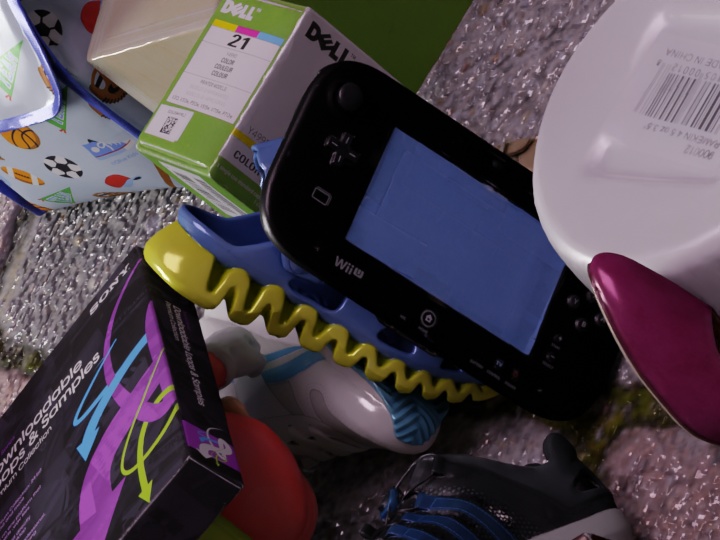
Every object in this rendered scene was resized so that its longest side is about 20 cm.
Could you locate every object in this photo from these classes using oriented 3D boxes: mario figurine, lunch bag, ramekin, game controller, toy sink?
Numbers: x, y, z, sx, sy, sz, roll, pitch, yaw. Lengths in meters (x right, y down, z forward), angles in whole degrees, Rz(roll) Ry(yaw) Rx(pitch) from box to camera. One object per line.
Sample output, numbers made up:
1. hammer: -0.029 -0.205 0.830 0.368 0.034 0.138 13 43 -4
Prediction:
1. mario figurine: -0.078 0.103 1.459 0.200 0.105 0.124 26 126 57
2. lunch bag: -0.192 -0.123 1.725 0.169 0.200 0.124 -8 56 42
3. ramekin: 0.170 -0.053 1.291 0.200 0.098 0.201 -28 43 29
4. game controller: 0.044 -0.012 1.394 0.042 0.199 0.105 -30 34 54
5. toy sink: -0.051 -0.179 1.678 0.112 0.130 0.201 -12 52 41

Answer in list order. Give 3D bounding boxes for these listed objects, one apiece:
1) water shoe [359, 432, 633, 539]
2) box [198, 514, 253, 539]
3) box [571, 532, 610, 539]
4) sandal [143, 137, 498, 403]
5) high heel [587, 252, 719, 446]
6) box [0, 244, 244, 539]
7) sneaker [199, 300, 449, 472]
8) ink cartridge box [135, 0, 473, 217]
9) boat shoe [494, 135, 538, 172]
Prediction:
1. water shoe: 0.028 0.126 1.313 0.079 0.199 0.072 60 139 25
2. box: -0.028 0.215 1.336 0.122 0.200 0.048 -52 -7 2
3. box: 0.045 0.206 1.259 0.199 0.075 0.100 -34 74 8
4. sandal: 0.000 0.000 1.427 0.087 0.199 0.080 -63 22 11
5. high heel: 0.186 0.043 1.211 0.096 0.200 0.068 -42 15 22
6. box: -0.123 0.092 1.379 0.143 0.036 0.200 -51 25 16
7. sneaker: -0.026 0.070 1.511 0.200 0.076 0.081 19 85 57
8. ink cartridge box: -0.003 -0.106 1.553 0.076 0.148 0.201 21 78 51
9. boat shoe: 0.070 -0.029 1.483 0.200 0.065 0.072 -33 42 25
